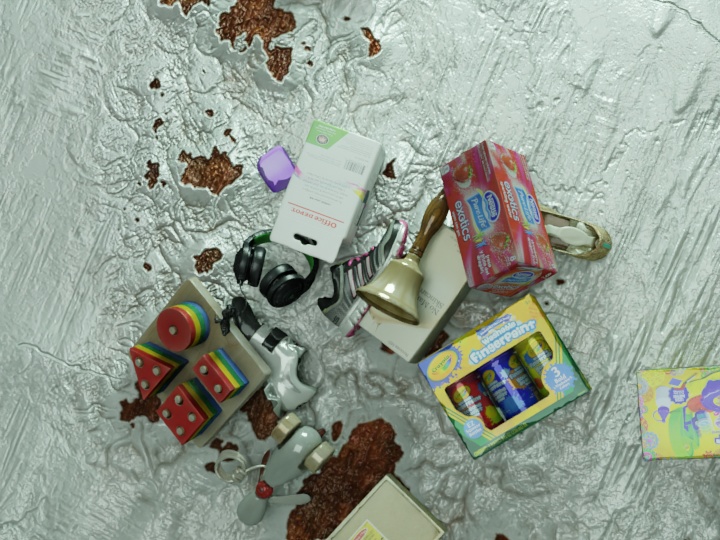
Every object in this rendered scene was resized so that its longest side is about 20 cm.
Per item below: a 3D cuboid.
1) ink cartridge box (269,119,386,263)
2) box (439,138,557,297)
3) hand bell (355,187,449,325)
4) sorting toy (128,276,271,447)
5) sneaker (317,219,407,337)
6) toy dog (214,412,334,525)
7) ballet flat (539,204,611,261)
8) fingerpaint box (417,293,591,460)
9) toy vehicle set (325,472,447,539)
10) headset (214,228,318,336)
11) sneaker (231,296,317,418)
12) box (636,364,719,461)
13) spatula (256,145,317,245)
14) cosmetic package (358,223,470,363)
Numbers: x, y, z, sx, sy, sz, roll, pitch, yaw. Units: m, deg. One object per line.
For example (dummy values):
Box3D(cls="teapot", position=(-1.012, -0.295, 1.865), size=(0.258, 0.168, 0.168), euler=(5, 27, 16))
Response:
Box3D(cls="ink cartridge box", position=(-0.051, -0.116, 1.772), size=(0.117, 0.067, 0.201), euler=(21, 84, 10))
Box3D(cls="box", position=(0.197, -0.074, 1.653), size=(0.095, 0.100, 0.201), euler=(-30, 61, 36))
Box3D(cls="hand bell", position=(0.083, -0.032, 1.678), size=(0.104, 0.104, 0.200), euler=(25, 78, 14))
Box3D(cls="sorting toy", position=(-0.269, 0.151, 1.784), size=(0.199, 0.070, 0.200), euler=(50, 122, 12))
Box3D(cls="sneaker", position=(0.000, 0.000, 1.762), size=(0.087, 0.074, 0.200), euler=(32, 99, 8))
Box3D(cls="toy dog", position=(-0.115, 0.301, 1.776), size=(0.200, 0.096, 0.132), euler=(-31, 82, 25))
Box3D(cls="ballet flat", position=(0.274, -0.064, 1.703), size=(0.199, 0.065, 0.071), euler=(12, 90, 15))
Box3D(cls="fingerpaint box", position=(0.212, 0.157, 1.698), size=(0.200, 0.073, 0.167), euler=(-32, 79, 10))
Box3D(cls="toy vehicle set", position=(0.021, 0.424, 1.751), size=(0.124, 0.027, 0.200), euler=(44, 97, 13))
Box3D(cls="headset", position=(-0.149, 0.017, 1.762), size=(0.123, 0.200, 0.094), euler=(31, 136, 13))
Box3D(cls="sneaker", position=(-0.132, 0.121, 1.792), size=(0.088, 0.074, 0.200), euler=(-28, 87, 6))
Box3D(cls="box", position=(0.482, 0.191, 1.567), size=(0.199, 0.193, 0.122), euler=(-4, 85, 13))
Box3D(cls="spatula", position=(-0.098, -0.102, 1.821), size=(0.056, 0.021, 0.200), euler=(-32, 80, 8))
Box3D(cls="cosmetic package", position=(0.099, 0.031, 1.736), size=(0.103, 0.073, 0.200), euler=(35, 94, 15))
